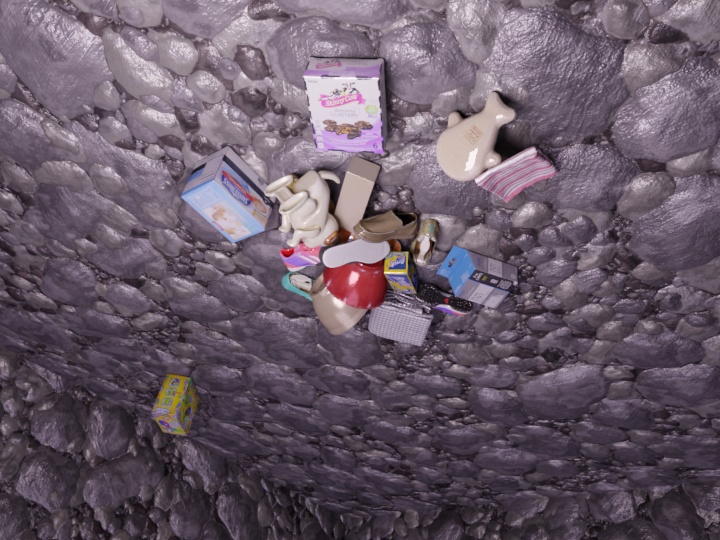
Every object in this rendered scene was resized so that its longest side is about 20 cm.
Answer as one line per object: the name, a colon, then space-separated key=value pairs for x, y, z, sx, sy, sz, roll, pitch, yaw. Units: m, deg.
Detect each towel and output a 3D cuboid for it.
towel: x=0.354 y=-0.212 z=1.341 sx=0.145 sy=0.030 sz=0.199 roll=-28 pitch=162 yaw=26
towel: x=0.128 y=0.146 z=1.917 sx=0.196 sy=0.087 sz=0.167 roll=12 pitch=141 yaw=3

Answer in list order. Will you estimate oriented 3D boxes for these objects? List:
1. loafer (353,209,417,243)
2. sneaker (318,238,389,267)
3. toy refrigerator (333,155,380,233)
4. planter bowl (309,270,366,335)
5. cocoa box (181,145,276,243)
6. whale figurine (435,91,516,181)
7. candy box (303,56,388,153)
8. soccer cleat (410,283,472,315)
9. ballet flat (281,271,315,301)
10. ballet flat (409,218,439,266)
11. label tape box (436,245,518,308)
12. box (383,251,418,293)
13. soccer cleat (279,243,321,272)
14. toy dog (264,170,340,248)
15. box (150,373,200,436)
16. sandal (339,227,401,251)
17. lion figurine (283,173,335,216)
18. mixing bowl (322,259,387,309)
loafer: x=0.069 y=-0.121 z=1.563 sx=0.197 sy=0.076 sz=0.068 roll=-9 pitch=134 yaw=-36
sneaker: x=-0.024 y=-0.054 z=1.590 sx=0.197 sy=0.072 sz=0.099 roll=-11 pitch=-167 yaw=-24
toy refrigerator: x=-0.013 y=-0.193 z=1.534 sx=0.075 sy=0.071 sz=0.201 roll=21 pitch=142 yaw=0
planter bowl: x=-0.069 y=0.073 z=1.793 sx=0.135 sy=0.202 sz=0.199 roll=42 pitch=134 yaw=-22
cocoa box: x=-0.341 y=-0.194 z=1.569 sx=0.132 sy=0.133 sz=0.200 roll=-17 pitch=134 yaw=33
whale figurine: x=0.258 y=-0.292 z=1.317 sx=0.159 sy=0.103 sz=0.201 roll=46 pitch=119 yaw=13
candy box: x=-0.028 y=-0.361 z=1.317 sx=0.164 sy=0.072 sz=0.202 roll=5 pitch=143 yaw=10
soccer cleat: x=0.241 y=0.095 z=1.824 sx=0.196 sy=0.069 sz=0.073 roll=16 pitch=156 yaw=-3
ballet flat: x=-0.153 y=0.057 z=1.888 sx=0.197 sy=0.068 sz=0.071 roll=21 pitch=151 yaw=-9
ballet flat: x=0.174 y=-0.058 z=1.654 sx=0.069 sy=0.072 sz=0.201 roll=11 pitch=143 yaw=1
label tape box: x=0.330 y=0.023 z=1.716 sx=0.196 sy=0.064 sz=0.145 roll=17 pitch=142 yaw=-7
box: x=0.117 y=0.009 z=1.704 sx=0.069 sy=0.066 sz=0.200 roll=0 pitch=161 yaw=13
soccer cleat: x=-0.152 y=-0.053 z=1.756 sx=0.197 sy=0.069 sz=0.073 roll=-16 pitch=126 yaw=33
toy dog: x=-0.125 y=-0.144 z=1.506 sx=0.139 sy=0.193 sz=0.202 roll=36 pitch=159 yaw=41
box: x=-0.819 y=0.601 z=2.669 sx=0.120 sy=0.195 sz=0.202 roll=8 pitch=142 yaw=6
sandal: x=0.025 y=-0.086 z=1.644 sx=0.203 sy=0.081 sz=0.059 roll=14 pitch=-179 yaw=-15
lion figurine: x=-0.133 y=-0.183 z=1.590 sx=0.197 sy=0.073 sz=0.123 roll=14 pitch=132 yaw=-26
mixing bowl: x=0.000 y=0.000 z=1.694 sx=0.197 sy=0.202 sz=0.109 roll=18 pitch=126 yaw=-8
